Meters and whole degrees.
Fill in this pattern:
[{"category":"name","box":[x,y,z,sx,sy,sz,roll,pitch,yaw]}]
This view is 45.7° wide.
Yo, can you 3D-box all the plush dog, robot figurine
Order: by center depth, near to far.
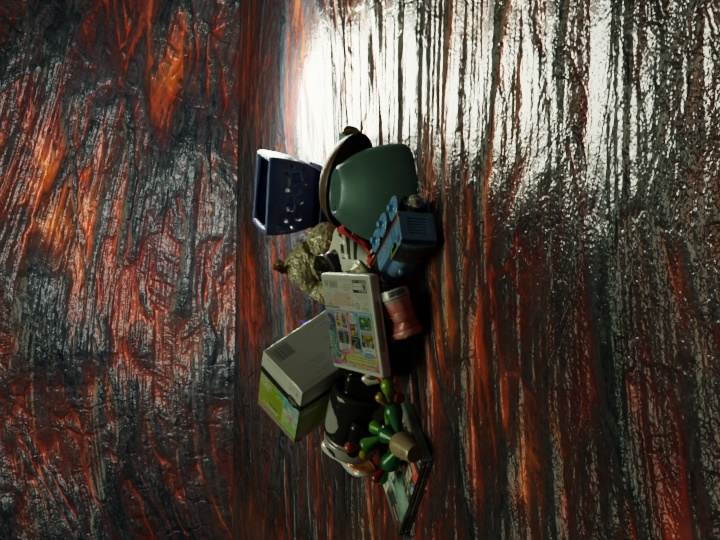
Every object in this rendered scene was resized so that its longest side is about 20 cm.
[{"category":"robot figurine","box":[-0.010,0.287,1.705,0.124,0.149,0.203,25,117,31]},{"category":"plush dog","box":[-0.109,-0.042,2.088,0.173,0.159,0.200,-54,29,14]}]

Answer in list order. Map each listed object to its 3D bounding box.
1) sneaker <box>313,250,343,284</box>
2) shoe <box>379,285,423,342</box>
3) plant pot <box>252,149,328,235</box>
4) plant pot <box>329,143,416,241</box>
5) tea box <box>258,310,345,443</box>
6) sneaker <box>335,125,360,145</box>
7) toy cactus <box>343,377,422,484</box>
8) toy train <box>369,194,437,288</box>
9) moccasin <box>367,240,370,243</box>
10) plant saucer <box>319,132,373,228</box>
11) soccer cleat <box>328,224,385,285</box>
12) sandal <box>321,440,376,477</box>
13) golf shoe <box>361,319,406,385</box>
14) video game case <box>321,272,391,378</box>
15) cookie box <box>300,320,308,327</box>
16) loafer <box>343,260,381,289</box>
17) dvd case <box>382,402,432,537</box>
[{"category":"sneaker","box":[-0.025,0.047,1.905,0.075,0.087,0.203,-12,99,53]},{"category":"shoe","box":[0.066,0.082,1.574,0.200,0.071,0.092,135,117,-84]},{"category":"plant pot","box":[-0.175,-0.201,2.218,0.200,0.177,0.203,-141,55,-70]},{"category":"plant pot","box":[0.014,-0.151,1.667,0.200,0.133,0.203,-177,90,-73]},{"category":"tea box","box":[-0.097,0.219,1.794,0.133,0.199,0.198,41,143,25]},{"category":"sneaker","box":[-0.036,-0.257,1.946,0.199,0.078,0.133,-3,87,64]},{"category":"toy cactus","box":[0.050,0.296,1.527,0.165,0.101,0.203,20,98,62]},{"category":"toy train","box":[0.072,-0.050,1.534,0.201,0.085,0.116,118,153,-55]},{"category":"moccasin","box":[0.000,0.000,1.805,0.080,0.067,0.203,154,117,-71]},{"category":"plant saucer","box":[-0.032,-0.190,1.772,0.034,0.200,0.203,18,112,26]},{"category":"soccer cleat","box":[0.004,-0.016,1.719,0.200,0.068,0.086,46,116,36]},{"category":"sandal","box":[-0.017,0.380,1.820,0.206,0.078,0.060,-161,75,-64]},{"category":"golf shoe","box":[0.019,0.136,1.658,0.078,0.094,0.201,50,-164,-38]},{"category":"video game case","box":[-0.011,0.096,1.580,0.199,0.023,0.185,2,101,62]},{"category":"cookie box","box":[-0.098,0.226,2.091,0.171,0.074,0.203,172,100,-73]},{"category":"loafer","box":[-0.014,0.040,1.664,0.076,0.068,0.200,45,161,4]},{"category":"dvd case","box":[0.081,0.367,1.574,0.147,0.022,0.202,-112,30,-53]}]
